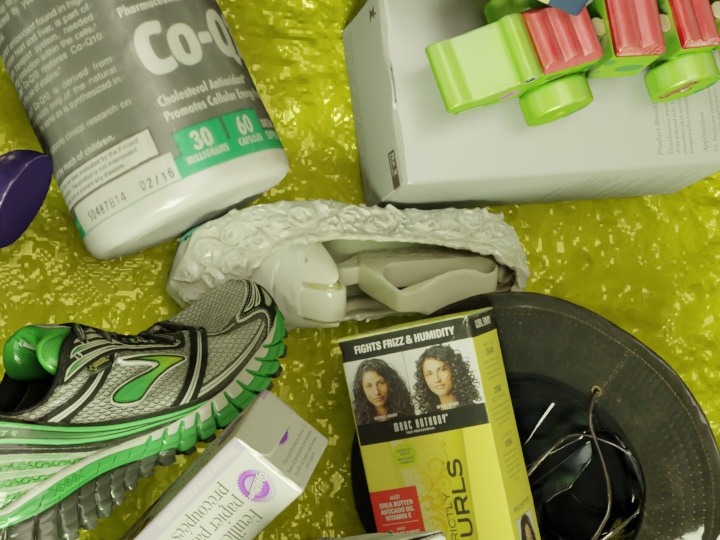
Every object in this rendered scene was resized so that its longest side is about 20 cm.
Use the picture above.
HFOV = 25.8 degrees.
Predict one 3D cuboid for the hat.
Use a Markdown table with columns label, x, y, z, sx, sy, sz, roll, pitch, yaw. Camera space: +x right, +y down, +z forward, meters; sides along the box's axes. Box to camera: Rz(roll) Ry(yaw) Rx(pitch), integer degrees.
| label | x | y | z | sx | sy | sz | roll | pitch | yaw |
| --- | --- | --- | --- | --- | --- | --- | --- | --- | --- |
| hat | 0.100 | 0.102 | 0.826 | 0.199 | 0.081 | 0.202 | 3 | 97 | 24 |

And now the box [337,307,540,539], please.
| label | x | y | z | sx | sy | sz | roll | pitch | yaw |
| --- | --- | --- | --- | --- | --- | --- | --- | --- | --- |
| box | 0.047 | 0.124 | 0.779 | 0.075 | 0.050 | 0.202 | -11 | 90 | 21 |

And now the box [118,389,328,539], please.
| label | x | y | z | sx | sy | sz | roll | pitch | yaw |
| --- | --- | --- | --- | --- | --- | --- | --- | --- | --- |
| box | -0.089 | 0.131 | 0.724 | 0.039 | 0.200 | 0.042 | 39 | 35 | -7 |

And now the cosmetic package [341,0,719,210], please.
| label | x | y | z | sx | sy | sz | roll | pitch | yaw |
| --- | --- | --- | --- | --- | --- | --- | --- | --- | --- |
| cosmetic package | 0.098 | -0.097 | 0.874 | 0.198 | 0.081 | 0.114 | -3 | 80 | -15 |

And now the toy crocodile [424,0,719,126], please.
| label | x | y | z | sx | sy | sz | roll | pitch | yaw |
| --- | --- | --- | --- | --- | --- | --- | --- | --- | --- |
| toy crocodile | 0.129 | -0.121 | 0.812 | 0.199 | 0.062 | 0.068 | -12 | 81 | -17 |

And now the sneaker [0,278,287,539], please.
| label | x | y | z | sx | sy | sz | roll | pitch | yaw |
| --- | --- | --- | --- | --- | --- | --- | --- | --- | --- |
| sneaker | -0.111 | 0.051 | 0.725 | 0.200 | 0.078 | 0.086 | -35 | 106 | -42 |

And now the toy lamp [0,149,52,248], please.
| label | x | y | z | sx | sy | sz | roll | pitch | yaw |
| --- | --- | --- | --- | --- | --- | --- | --- | --- | --- |
| toy lamp | -0.248 | -0.079 | 0.765 | 0.199 | 0.058 | 0.058 | 28 | 73 | 9 |

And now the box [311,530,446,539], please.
| label | x | y | z | sx | sy | sz | roll | pitch | yaw |
| --- | --- | --- | --- | --- | --- | --- | --- | --- | --- |
| box | -0.009 | 0.215 | 0.721 | 0.096 | 0.200 | 0.178 | -13 | 85 | -17 |

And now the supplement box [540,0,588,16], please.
| label | x | y | z | sx | sy | sz | roll | pitch | yaw |
| --- | --- | --- | --- | --- | --- | --- | --- | --- | --- |
| supplement box | 0.057 | -0.270 | 0.778 | 0.199 | 0.135 | 0.201 | 21 | 47 | -10 |

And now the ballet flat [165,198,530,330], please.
| label | x | y | z | sx | sy | sz | roll | pitch | yaw |
| --- | --- | --- | --- | --- | --- | --- | --- | --- | --- |
| ballet flat | 0.000 | 0.000 | 0.825 | 0.198 | 0.072 | 0.072 | -5 | 81 | -18 |

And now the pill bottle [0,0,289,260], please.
| label | x | y | z | sx | sy | sz | roll | pitch | yaw |
| --- | --- | --- | --- | --- | --- | --- | --- | --- | --- |
| pill bottle | -0.125 | -0.117 | 0.795 | 0.113 | 0.113 | 0.201 | -24 | 88 | -19 |
